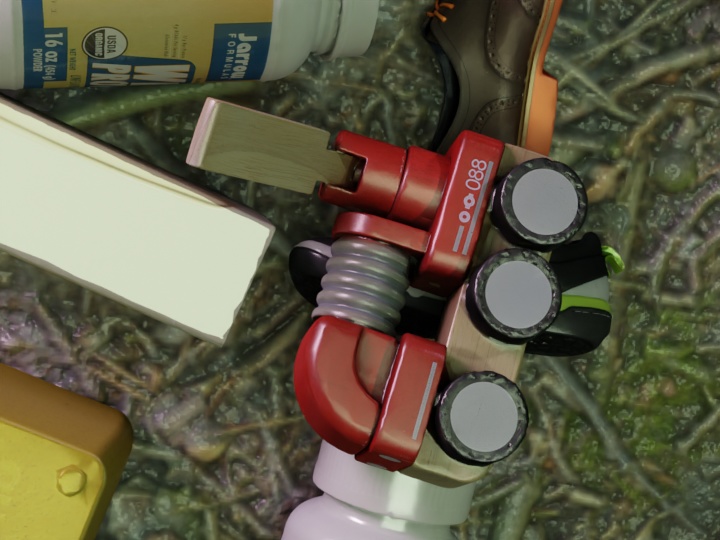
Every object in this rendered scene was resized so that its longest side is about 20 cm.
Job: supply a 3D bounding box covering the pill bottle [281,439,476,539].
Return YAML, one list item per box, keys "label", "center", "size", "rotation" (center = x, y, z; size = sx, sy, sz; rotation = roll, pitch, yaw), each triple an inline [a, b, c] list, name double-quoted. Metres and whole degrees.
- label: "pill bottle"
  center: [0.000, 0.196, 0.969]
  size: [0.109, 0.110, 0.201]
  rotation: [13, 96, -14]

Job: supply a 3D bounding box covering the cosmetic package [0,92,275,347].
- label: "cosmetic package"
  center: [-0.154, -0.038, 0.901]
  size: [0.199, 0.104, 0.073]
  rotation: [24, 92, -16]

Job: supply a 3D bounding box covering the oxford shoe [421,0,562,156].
- label: "oxford shoe"
  center: [0.073, -0.152, 0.952]
  size: [0.072, 0.071, 0.201]
  rotation: [0, 99, -8]

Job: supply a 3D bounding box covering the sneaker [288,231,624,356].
- label: "sneaker"
  center: [0.055, -0.005, 0.984]
  size: [0.199, 0.072, 0.083]
  rotation: [11, 72, -15]

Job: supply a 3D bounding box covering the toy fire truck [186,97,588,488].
- label: "toy fire truck"
  center: [0.000, 0.000, 0.868]
  size: [0.199, 0.129, 0.177]
  rotation: [18, 78, -4]

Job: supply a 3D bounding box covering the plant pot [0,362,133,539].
- label: "plant pot"
  center: [-0.225, 0.131, 0.851]
  size: [0.199, 0.176, 0.201]
  rotation: [24, 79, -15]

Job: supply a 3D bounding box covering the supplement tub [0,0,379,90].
- label: "supplement tub"
  center: [-0.099, -0.168, 0.870]
  size: [0.199, 0.145, 0.145]
  rotation: [-3, 100, -12]
